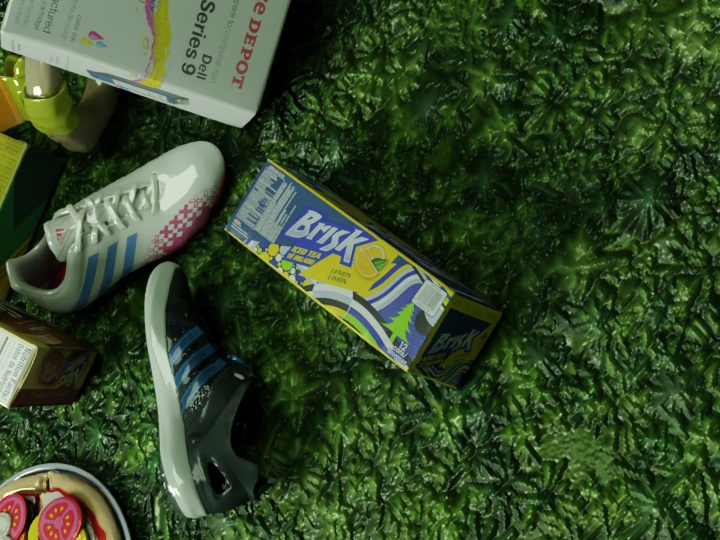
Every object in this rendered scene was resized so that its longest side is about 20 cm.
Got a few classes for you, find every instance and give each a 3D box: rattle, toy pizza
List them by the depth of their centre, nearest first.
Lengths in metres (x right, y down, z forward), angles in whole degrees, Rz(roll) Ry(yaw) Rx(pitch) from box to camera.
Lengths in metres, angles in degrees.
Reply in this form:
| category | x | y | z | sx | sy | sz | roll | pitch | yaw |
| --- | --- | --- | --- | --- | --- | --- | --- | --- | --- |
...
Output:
| category | x | y | z | sx | sy | sz | roll | pitch | yaw |
| --- | --- | --- | --- | --- | --- | --- | --- | --- | --- |
| toy pizza | -0.256 | 0.249 | 1.215 | 0.199 | 0.032 | 0.201 | -10 | 71 | 32 |
| rattle | -0.259 | -0.203 | 1.289 | 0.142 | 0.130 | 0.201 | 0 | 75 | 35 |

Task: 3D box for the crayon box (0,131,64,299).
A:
| category | x | y | z | sx | sy | sz | roll | pitch | yaw |
| --- | --- | --- | --- | --- | --- | --- | --- | --- | --- |
| crayon box | -0.348 | -0.029 | 1.348 | 0.127 | 0.051 | 0.201 | 24 | 90 | 36 |

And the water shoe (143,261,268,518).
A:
| category | x | y | z | sx | sy | sz | roll | pitch | yaw |
| --- | --- | --- | --- | --- | --- | --- | --- | --- | --- |
| water shoe | -0.111 | 0.084 | 1.155 | 0.078 | 0.072 | 0.201 | -11 | 66 | 2 |

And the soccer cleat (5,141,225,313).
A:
| category | x | y | z | sx | sy | sz | roll | pitch | yaw |
| --- | --- | --- | --- | --- | --- | --- | --- | --- | --- |
| soccer cleat | -0.193 | -0.034 | 1.221 | 0.200 | 0.086 | 0.070 | -39 | 58 | 19 |

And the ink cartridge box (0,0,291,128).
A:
| category | x | y | z | sx | sy | sz | roll | pitch | yaw |
| --- | --- | --- | --- | --- | --- | --- | --- | --- | --- |
| ink cartridge box | -0.155 | -0.209 | 1.176 | 0.087 | 0.199 | 0.146 | 179 | 109 | -77 |

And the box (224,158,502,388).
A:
| category | x | y | z | sx | sy | sz | roll | pitch | yaw |
| --- | --- | --- | --- | --- | --- | --- | --- | --- | --- |
| box | 0.000 | 0.000 | 1.088 | 0.200 | 0.070 | 0.064 | 37 | 99 | 36 |

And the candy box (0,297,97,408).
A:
| category | x | y | z | sx | sy | sz | roll | pitch | yaw |
| --- | --- | --- | --- | --- | --- | --- | --- | --- | --- |
| candy box | -0.320 | 0.040 | 1.228 | 0.199 | 0.117 | 0.057 | 28 | 92 | 13 |
